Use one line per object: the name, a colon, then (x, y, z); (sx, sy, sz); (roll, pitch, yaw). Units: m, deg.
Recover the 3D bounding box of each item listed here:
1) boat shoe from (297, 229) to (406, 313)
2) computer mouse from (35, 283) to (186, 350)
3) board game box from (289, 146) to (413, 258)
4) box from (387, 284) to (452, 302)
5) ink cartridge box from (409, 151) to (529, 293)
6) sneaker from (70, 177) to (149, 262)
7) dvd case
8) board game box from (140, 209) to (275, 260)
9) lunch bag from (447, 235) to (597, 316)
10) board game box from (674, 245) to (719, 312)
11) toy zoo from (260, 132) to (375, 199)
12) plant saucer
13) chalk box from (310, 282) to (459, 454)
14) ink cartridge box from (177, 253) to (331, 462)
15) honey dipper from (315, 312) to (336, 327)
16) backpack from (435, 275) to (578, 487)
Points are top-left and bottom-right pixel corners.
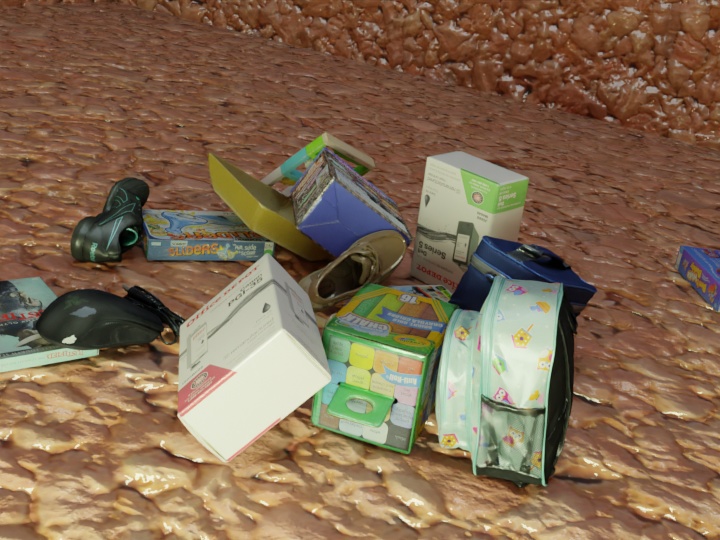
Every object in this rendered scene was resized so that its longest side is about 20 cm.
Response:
boat shoe: (0.000, 0.000, 1.349); (0.199, 0.072, 0.064); (-34, 7, -31)
computer mouse: (-0.300, 0.049, 1.158); (0.138, 0.053, 0.199); (28, 18, 30)
board game box: (-0.019, -0.088, 1.501); (0.159, 0.097, 0.200); (37, 12, -17)
box: (0.109, 0.077, 1.326); (0.109, 0.035, 0.200); (-1, 24, -24)
ink cartridge box: (0.166, -0.065, 1.480); (0.083, 0.203, 0.145); (-15, 32, -43)
sneaker: (-0.356, -0.070, 1.434); (0.078, 0.076, 0.201); (13, 38, 9)
dvd case: (-0.423, 0.062, 1.157); (0.144, 0.022, 0.199); (-7, 29, -37)
board game box: (-0.247, -0.056, 1.508); (0.197, 0.035, 0.135); (0, 23, -23)
lunch bag: (0.218, 0.028, 1.287); (0.135, 0.134, 0.199); (35, 14, 33)
board game box: (0.658, 0.019, 1.689); (0.132, 0.045, 0.200); (7, 22, -6)
toy zoo: (-0.089, -0.155, 1.650); (0.130, 0.199, 0.021); (22, 44, -47)
plant saucer: (-0.144, -0.091, 1.521); (0.199, 0.049, 0.200); (30, 10, -44)
chalk box: (0.023, 0.113, 1.079); (0.123, 0.126, 0.200); (15, 22, 13)
ink cartridge box: (-0.122, 0.088, 1.038); (0.083, 0.146, 0.200); (48, 8, -24)
honey dipper: (-0.082, 0.057, 1.295); (0.198, 0.039, 0.038); (21, 24, 30)
backpack: (0.163, 0.107, 1.049); (0.151, 0.203, 0.176); (14, 22, 12)
